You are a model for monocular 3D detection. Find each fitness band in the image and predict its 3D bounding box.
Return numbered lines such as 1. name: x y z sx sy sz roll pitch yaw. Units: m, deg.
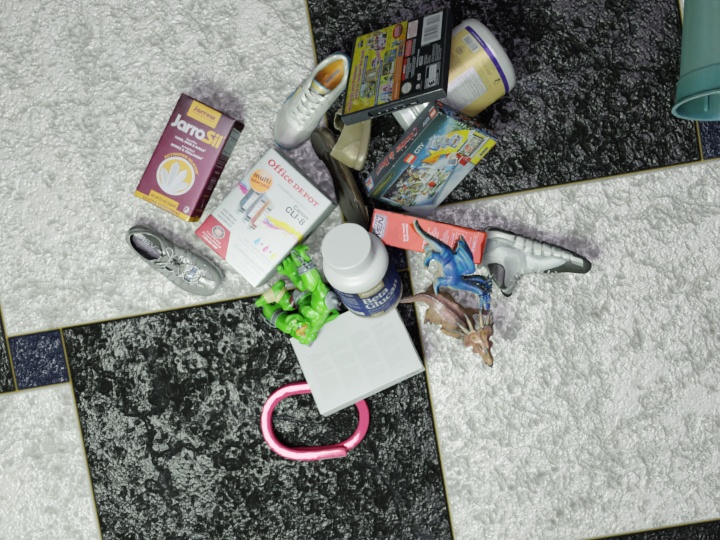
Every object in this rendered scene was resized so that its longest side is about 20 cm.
1. fitness band: -0.083 0.274 1.523 0.200 0.037 0.144 -5 91 1

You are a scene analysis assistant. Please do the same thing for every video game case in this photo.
1. video game case: 0.062 -0.340 1.373 0.181 0.026 0.200 -11 52 25

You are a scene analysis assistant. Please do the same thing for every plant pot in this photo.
1. plant pot: 0.628 -0.373 1.393 0.200 0.200 0.196 0 86 1

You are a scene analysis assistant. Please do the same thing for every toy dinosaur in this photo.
1. toy dinosaur: 0.161 0.079 1.453 0.200 0.136 0.086 30 94 0

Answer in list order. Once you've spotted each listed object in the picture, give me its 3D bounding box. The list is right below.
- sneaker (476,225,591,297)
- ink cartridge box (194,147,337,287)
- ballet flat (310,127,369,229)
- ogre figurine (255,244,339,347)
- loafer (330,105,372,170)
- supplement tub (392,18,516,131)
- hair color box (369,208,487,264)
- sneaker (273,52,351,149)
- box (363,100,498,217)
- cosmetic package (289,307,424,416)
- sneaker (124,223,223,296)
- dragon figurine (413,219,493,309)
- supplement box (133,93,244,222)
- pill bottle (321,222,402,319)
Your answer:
1. sneaker: 0.303 0.001 1.483 0.200 0.075 0.116 19 99 10
2. ink cartridge box: -0.159 -0.093 1.444 0.145 0.145 0.200 42 93 0
3. ballet flat: -0.028 -0.166 1.484 0.046 0.067 0.200 -26 90 -30
4. ogre figurine: -0.103 0.053 1.429 0.120 0.098 0.200 45 118 13
5. loafer: -0.010 -0.275 1.443 0.067 0.076 0.200 9 72 -7
6. supplement tub: 0.149 -0.319 1.422 0.200 0.145 0.145 -36 92 4
7. hair color box: 0.115 -0.062 1.462 0.200 0.102 0.061 11 95 0
8. sneaker: -0.088 -0.303 1.461 0.076 0.081 0.200 36 95 -3
9. box: 0.118 -0.186 1.407 0.137 0.038 0.200 18 129 -34
10. cosmetic package: -0.006 0.150 1.481 0.200 0.052 0.151 -25 73 3
11. sneaker: -0.342 -0.012 1.484 0.200 0.082 0.075 29 94 -1
12. dragon figurine: 0.158 -0.019 1.382 0.099 0.059 0.200 -18 112 14
13. supplement box: -0.303 -0.198 1.470 0.110 0.086 0.200 26 94 0
14. pill bottle: 0.000 0.000 1.395 0.111 0.200 0.111 -6 65 13
